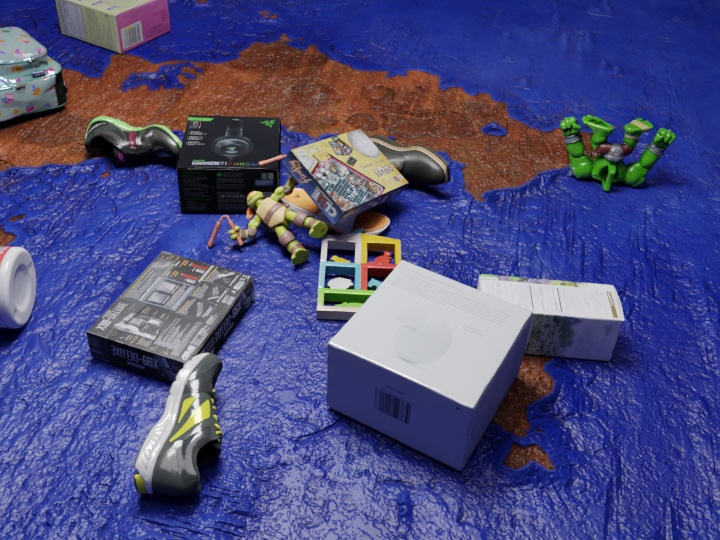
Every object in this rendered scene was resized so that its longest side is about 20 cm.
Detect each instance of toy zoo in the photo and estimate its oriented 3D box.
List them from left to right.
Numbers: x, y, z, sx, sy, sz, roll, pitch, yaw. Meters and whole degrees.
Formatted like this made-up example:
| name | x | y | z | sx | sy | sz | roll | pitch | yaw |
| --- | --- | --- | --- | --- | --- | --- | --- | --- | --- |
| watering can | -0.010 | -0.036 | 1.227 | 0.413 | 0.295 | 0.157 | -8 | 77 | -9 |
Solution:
| name | x | y | z | sx | sy | sz | roll | pitch | yaw |
| --- | --- | --- | --- | --- | --- | --- | --- | --- | --- |
| toy zoo | 0.000 | 0.000 | 1.226 | 0.130 | 0.021 | 0.201 | 3 | 43 | -1 |

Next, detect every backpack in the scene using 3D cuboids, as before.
| name | x | y | z | sx | sy | sz | roll | pitch | yaw |
| --- | --- | --- | --- | --- | --- | --- | --- | --- | --- |
| backpack | -0.711 | -0.383 | 1.553 | 0.199 | 0.154 | 0.175 | -34 | 57 | -29 |

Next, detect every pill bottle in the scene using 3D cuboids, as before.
| name | x | y | z | sx | sy | sz | roll | pitch | yaw |
| --- | --- | --- | --- | --- | --- | --- | --- | --- | --- |
| pill bottle | -0.568 | 0.021 | 1.087 | 0.198 | 0.115 | 0.114 | 1 | 39 | -3 |

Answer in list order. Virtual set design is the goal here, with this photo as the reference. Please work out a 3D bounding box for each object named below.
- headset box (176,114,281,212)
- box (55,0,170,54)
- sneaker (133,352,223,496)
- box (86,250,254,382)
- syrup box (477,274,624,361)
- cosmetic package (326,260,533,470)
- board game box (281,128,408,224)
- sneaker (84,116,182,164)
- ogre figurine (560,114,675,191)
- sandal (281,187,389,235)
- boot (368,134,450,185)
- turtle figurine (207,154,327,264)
| name | x | y | z | sx | sy | sz | roll | pitch | yaw |
| --- | --- | --- | --- | --- | --- | --- | --- | --- | --- |
| headset box | -0.228 | -0.196 | 1.402 | 0.172 | 0.093 | 0.201 | 1 | 38 | -4 |
| box | -0.597 | -0.621 | 1.898 | 0.199 | 0.097 | 0.176 | 23 | 43 | 21 |
| sneaker | -0.200 | 0.190 | 0.953 | 0.084 | 0.075 | 0.201 | 15 | 49 | 5 |
| box | -0.263 | 0.063 | 1.112 | 0.156 | 0.050 | 0.200 | 14 | 40 | 13 |
| syrup box | 0.266 | 0.067 | 1.127 | 0.198 | 0.079 | 0.082 | 4 | 38 | 1 |
| cosmetic package | 0.090 | 0.115 | 1.018 | 0.198 | 0.124 | 0.200 | 22 | 43 | 22 |
| board game box | -0.021 | -0.161 | 1.307 | 0.136 | 0.035 | 0.200 | 49 | 39 | 10 |
| sneaker | -0.419 | -0.228 | 1.456 | 0.198 | 0.077 | 0.084 | 9 | 56 | 12 |
| ogre figurine | 0.470 | -0.221 | 1.470 | 0.198 | 0.121 | 0.098 | -2 | 34 | -9 |
| sandal | -0.048 | -0.115 | 1.343 | 0.205 | 0.060 | 0.079 | 20 | 41 | 18 |
| boot | 0.050 | -0.171 | 1.422 | 0.199 | 0.078 | 0.138 | 20 | 45 | 38 |
| turtle figurine | -0.141 | -0.079 | 1.275 | 0.161 | 0.064 | 0.200 | 39 | 81 | 24 |
